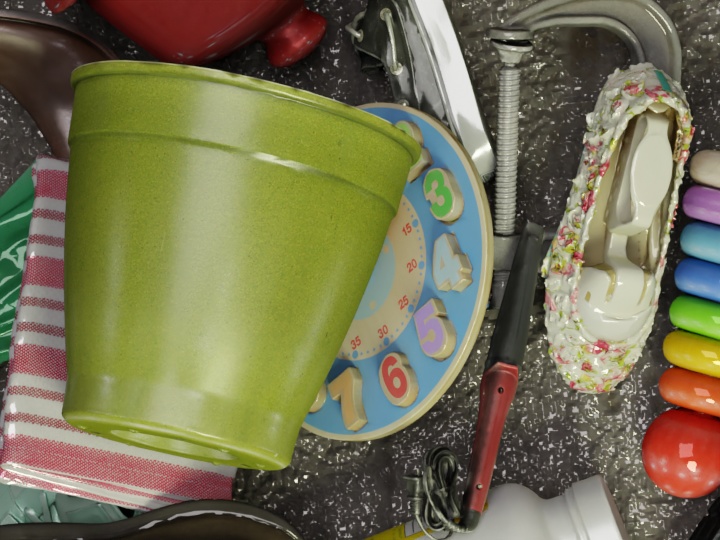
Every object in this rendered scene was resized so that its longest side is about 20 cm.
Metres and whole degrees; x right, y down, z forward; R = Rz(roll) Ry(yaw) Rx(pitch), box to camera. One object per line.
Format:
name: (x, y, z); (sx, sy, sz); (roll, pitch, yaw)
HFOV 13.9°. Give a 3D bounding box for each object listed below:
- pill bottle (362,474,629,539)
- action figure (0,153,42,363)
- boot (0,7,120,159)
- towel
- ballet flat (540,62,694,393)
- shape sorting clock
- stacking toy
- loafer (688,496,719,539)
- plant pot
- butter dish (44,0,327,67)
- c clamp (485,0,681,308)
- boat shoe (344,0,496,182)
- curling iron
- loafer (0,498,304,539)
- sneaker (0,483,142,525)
pill bottle: (0.060, 0.189, 1.713); (0.200, 0.104, 0.104); (-22, 79, 6)
action figure: (-0.249, 0.030, 1.813); (0.200, 0.055, 0.118); (-30, 80, 0)
boot: (-0.184, -0.041, 1.752); (0.186, 0.064, 0.200); (20, 69, -22)
towel: (-0.135, 0.040, 1.714); (0.146, 0.030, 0.200); (15, 69, -27)
ballet flat: (0.150, -0.021, 1.720); (0.075, 0.064, 0.200); (5, 100, -14)
shape sorting clock: (0.000, 0.000, 1.732); (0.200, 0.039, 0.200); (-16, 67, 44)
stacking toy: (0.209, 0.035, 1.729); (0.085, 0.085, 0.200); (16, 92, 11)
loafer: (0.260, 0.121, 1.713); (0.070, 0.068, 0.201); (36, 84, -9)
plant pot: (-0.083, 0.005, 1.640); (0.200, 0.200, 0.193); (10, 81, 11)
butter dish: (-0.079, -0.185, 1.769); (0.200, 0.199, 0.148); (-42, 101, 0)
c clamp: (0.110, -0.071, 1.742); (0.171, 0.027, 0.200); (5, 98, -11)
boat shoe: (0.025, -0.142, 1.782); (0.064, 0.071, 0.200); (-19, 81, 5)
curling iron: (0.074, 0.061, 1.695); (0.026, 0.050, 0.200); (-7, 55, 51)
loafer: (-0.127, 0.183, 1.676); (0.200, 0.073, 0.071); (-7, 42, 3)
sneaker: (-0.185, 0.157, 1.747); (0.074, 0.118, 0.201); (25, 84, -29)
